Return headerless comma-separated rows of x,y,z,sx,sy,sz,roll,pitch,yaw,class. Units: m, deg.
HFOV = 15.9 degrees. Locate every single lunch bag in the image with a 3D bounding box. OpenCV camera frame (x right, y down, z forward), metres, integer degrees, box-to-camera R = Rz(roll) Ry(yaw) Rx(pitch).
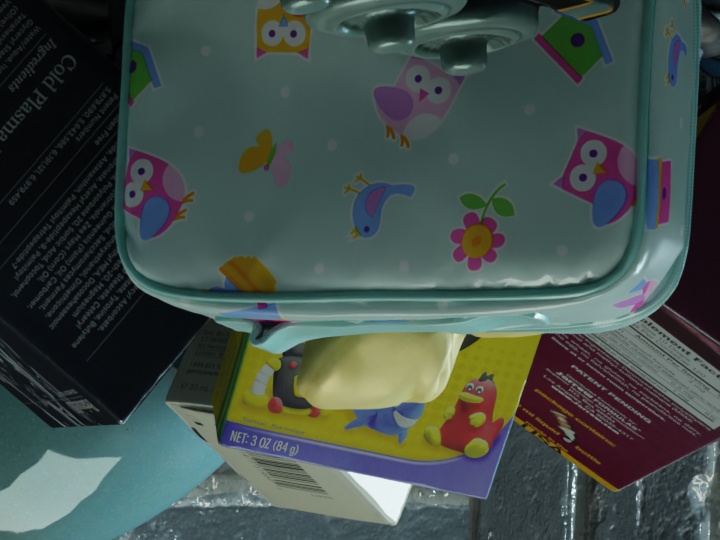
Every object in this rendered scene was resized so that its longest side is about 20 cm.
0.013,-0.052,0.873,0.199,0.161,0.077,0,175,22,lunch bag

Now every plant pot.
-0.163,0.063,1.240,0.200,0.135,0.200,36,-177,-2,plant pot

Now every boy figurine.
0.053,-0.024,0.929,0.124,0.200,0.064,37,-174,17,boy figurine

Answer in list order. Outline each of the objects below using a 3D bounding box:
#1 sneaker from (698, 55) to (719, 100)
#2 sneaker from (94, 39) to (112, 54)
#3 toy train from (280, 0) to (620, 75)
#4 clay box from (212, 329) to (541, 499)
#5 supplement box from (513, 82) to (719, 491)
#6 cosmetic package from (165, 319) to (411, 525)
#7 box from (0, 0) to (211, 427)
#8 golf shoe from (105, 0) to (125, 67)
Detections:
0.150,-0.072,1.120,0.200,0.086,0.078,24,155,31,sneaker
-0.124,-0.075,1.245,0.199,0.071,0.099,-5,168,30,sneaker
0.033,-0.107,0.686,0.114,0.086,0.200,-10,171,25,toy train
0.022,-0.017,1.002,0.115,0.201,0.048,12,-158,-11,clay box
0.129,0.008,1.040,0.086,0.110,0.200,35,160,-3,supplement box
0.000,0.000,1.145,0.073,0.200,0.104,6,153,35,cosmetic package
-0.144,-0.033,1.011,0.182,0.104,0.200,40,168,-8,box
-0.062,-0.085,1.069,0.097,0.078,0.200,39,142,-14,golf shoe
